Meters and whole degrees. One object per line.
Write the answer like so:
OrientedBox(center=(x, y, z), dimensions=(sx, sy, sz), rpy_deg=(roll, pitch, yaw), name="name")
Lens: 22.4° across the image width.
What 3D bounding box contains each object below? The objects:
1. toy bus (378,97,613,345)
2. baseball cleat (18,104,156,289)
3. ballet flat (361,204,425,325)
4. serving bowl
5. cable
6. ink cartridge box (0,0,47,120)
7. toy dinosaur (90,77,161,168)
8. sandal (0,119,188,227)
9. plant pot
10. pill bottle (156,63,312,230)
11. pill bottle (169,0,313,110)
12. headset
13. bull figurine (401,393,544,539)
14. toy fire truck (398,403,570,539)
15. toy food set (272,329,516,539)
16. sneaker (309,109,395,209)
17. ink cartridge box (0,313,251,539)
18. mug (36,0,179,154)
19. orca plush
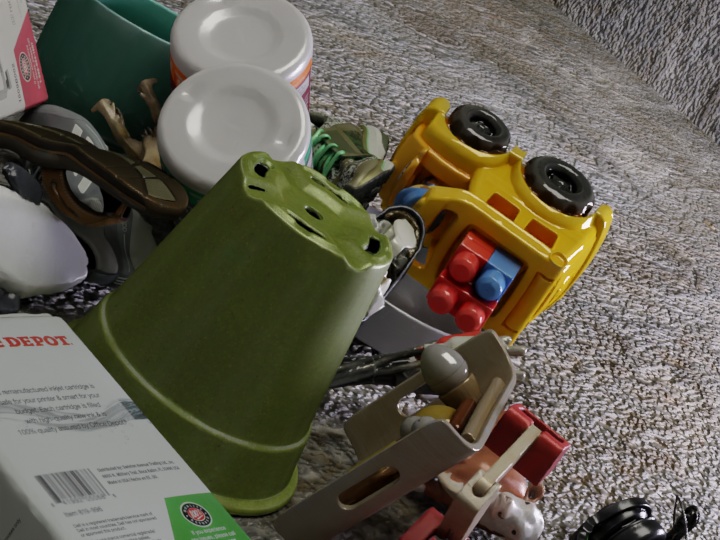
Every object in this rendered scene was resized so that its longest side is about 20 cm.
OrientedBox(center=(0.091, -0.030, 1.566), dimensions=(0.200, 0.136, 0.192), rpy_deg=(36, 35, 6), name="toy bus")
OrientedBox(center=(-0.226, -0.064, 1.374), dimensions=(0.106, 0.070, 0.200), rpy_deg=(10, 31, -51), name="baseball cleat")
OrientedBox(center=(0.000, 0.000, 1.432), dimensions=(0.073, 0.073, 0.200), rpy_deg=(37, 34, 5), name="ballet flat")
OrientedBox(center=(0.020, 0.020, 1.590), dimensions=(0.200, 0.066, 0.200), rpy_deg=(30, 21, -13), name="serving bowl")
OrientedBox(center=(0.026, 0.065, 1.410), dimensions=(0.199, 0.050, 0.097), rpy_deg=(4, 18, -7), name="cable")
OrientedBox(center=(-0.319, -0.170, 1.338), dimensions=(0.083, 0.147, 0.200), rpy_deg=(-7, 13, 15), name="ink cartridge box")
OrientedBox(center=(-0.165, -0.097, 1.445), dimensions=(0.101, 0.058, 0.200), rpy_deg=(61, -3, 2), name="toy dinosaur")
OrientedBox(center=(-0.198, -0.062, 1.290), dimensions=(0.200, 0.055, 0.082), rpy_deg=(21, 8, 37), name="sandal")
OrientedBox(center=(-0.079, 0.028, 1.230), dimensions=(0.200, 0.190, 0.200), rpy_deg=(30, 21, -13), name="plant pot")
OrientedBox(center=(-0.091, -0.057, 1.384), dimensions=(0.113, 0.113, 0.200), rpy_deg=(44, -20, 21), name="pill bottle")
OrientedBox(center=(-0.099, -0.122, 1.497), dimensions=(0.114, 0.200, 0.114), rpy_deg=(2, 49, -3), name="pill bottle")
OrientedBox(center=(0.224, 0.242, 1.449), dimensions=(0.123, 0.094, 0.200), rpy_deg=(43, 36, 9), name="headset")
OrientedBox(center=(0.084, 0.150, 1.399), dimensions=(0.121, 0.065, 0.200), rpy_deg=(28, 15, -2), name="bull figurine")
OrientedBox(center=(0.062, 0.170, 1.206), dimensions=(0.049, 0.141, 0.200), rpy_deg=(39, 20, 11), name="toy fire truck")
OrientedBox(center=(0.023, 0.111, 1.260), dimensions=(0.060, 0.143, 0.200), rpy_deg=(55, 20, -3), name="toy food set")
OrientedBox(center=(-0.027, -0.092, 1.571), dimensions=(0.088, 0.077, 0.200), rpy_deg=(31, 12, -10), name="sneaker")
OrientedBox(center=(-0.178, 0.119, 1.016), dimensions=(0.200, 0.083, 0.146), rpy_deg=(46, 23, 25), name="ink cartridge box")
OrientedBox(center=(-0.195, -0.166, 1.578), dimensions=(0.185, 0.115, 0.152), rpy_deg=(19, 18, -42), name="mug")
OrientedBox(center=(-0.277, -0.017, 1.234), dimensions=(0.200, 0.071, 0.106), rpy_deg=(-6, 90, -56), name="orca plush")
